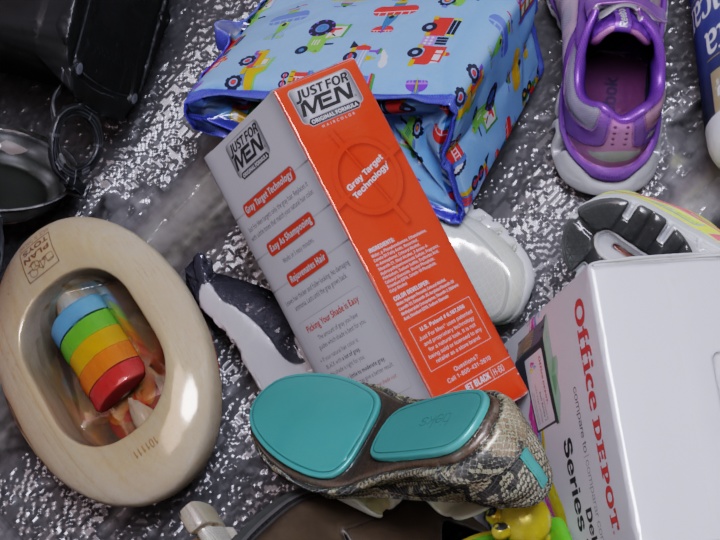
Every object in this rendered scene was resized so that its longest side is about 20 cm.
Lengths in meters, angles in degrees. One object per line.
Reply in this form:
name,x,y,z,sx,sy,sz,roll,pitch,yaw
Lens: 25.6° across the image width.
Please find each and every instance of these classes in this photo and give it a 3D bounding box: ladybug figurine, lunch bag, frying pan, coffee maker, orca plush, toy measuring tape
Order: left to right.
coffee maker,-0.241,-0.172,1.022,0.198,0.135,0.194,12,62,22
frying pan,-0.220,-0.043,0.999,0.114,0.031,0.190,-10,38,-33
ladybug figurine,-0.150,0.055,0.969,0.135,0.072,0.201,-36,65,10
orca plush,-0.027,0.067,0.965,0.199,0.071,0.106,39,128,24
lunch bag,-0.005,-0.129,0.969,0.198,0.095,0.151,14,47,21
toy measuring tape,0.064,0.201,0.805,0.073,0.074,0.202,13,117,15

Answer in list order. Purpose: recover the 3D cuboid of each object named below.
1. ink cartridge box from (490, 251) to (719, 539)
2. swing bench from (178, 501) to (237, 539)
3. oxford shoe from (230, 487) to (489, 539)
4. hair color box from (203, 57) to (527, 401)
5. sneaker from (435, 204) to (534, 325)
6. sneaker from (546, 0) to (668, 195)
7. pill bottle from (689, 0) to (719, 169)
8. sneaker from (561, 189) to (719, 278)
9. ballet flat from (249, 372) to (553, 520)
ink cartridge box,0.132,0.093,0.830,0.083,0.200,0.147,-2,71,-15
swing bench,-0.105,0.272,0.873,0.199,0.130,0.200,-32,69,-5
oxford shoe,0.002,0.154,0.828,0.084,0.199,0.074,14,106,41
hair color box,0.000,0.000,0.859,0.061,0.101,0.202,-26,87,-33
sneaker,0.009,-0.017,0.951,0.198,0.081,0.076,25,114,21
sneaker,0.154,-0.152,0.964,0.079,0.089,0.203,-1,73,3
pill bottle,0.252,-0.118,0.924,0.109,0.111,0.203,-6,72,10
sneaker,0.208,0.012,0.915,0.199,0.090,0.078,37,108,-1
ballet flat,0.019,0.095,0.794,0.199,0.075,0.068,-3,46,52
